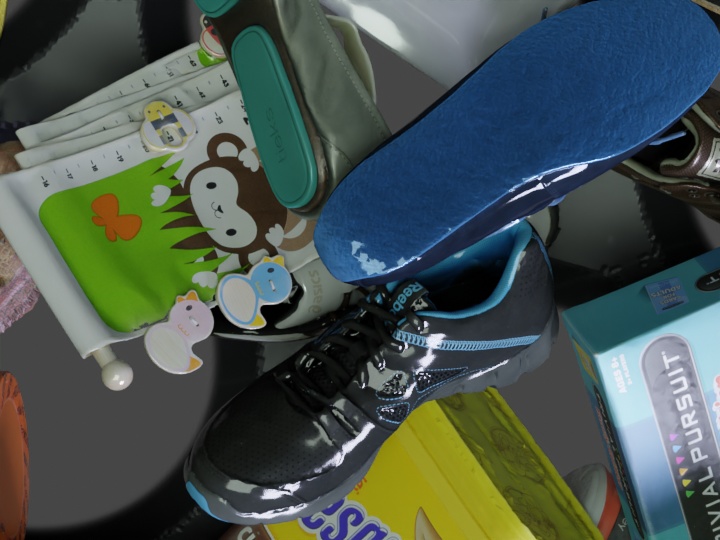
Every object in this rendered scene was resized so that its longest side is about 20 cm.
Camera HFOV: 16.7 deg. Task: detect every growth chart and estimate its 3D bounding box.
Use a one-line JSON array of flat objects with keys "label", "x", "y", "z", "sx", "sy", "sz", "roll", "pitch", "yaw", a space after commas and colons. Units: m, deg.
[{"label": "growth chart", "x": -0.076, "y": -0.040, "z": 1.112, "sx": 0.145, "sy": 0.200, "sz": 0.018, "roll": 48, "pitch": 147, "yaw": 9}]

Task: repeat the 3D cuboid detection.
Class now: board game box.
[{"label": "board game box", "x": 0.211, "y": 0.052, "z": 1.159, "sx": 0.200, "sy": 0.047, "sz": 0.151, "roll": -23, "pitch": 120, "yaw": -5}]

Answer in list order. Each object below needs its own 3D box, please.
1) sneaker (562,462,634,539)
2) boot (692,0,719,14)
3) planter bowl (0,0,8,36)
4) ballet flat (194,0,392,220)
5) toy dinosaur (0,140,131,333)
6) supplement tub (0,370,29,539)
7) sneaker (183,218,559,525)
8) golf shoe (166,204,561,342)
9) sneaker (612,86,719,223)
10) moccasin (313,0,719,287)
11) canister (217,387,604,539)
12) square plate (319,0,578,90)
[{"label": "sneaker", "x": 0.100, "y": 0.197, "z": 1.241, "sx": 0.082, "sy": 0.077, "sz": 0.200, "roll": 26, "pitch": 108, "yaw": -12}, {"label": "boot", "x": 0.129, "y": -0.180, "z": 1.081, "sx": 0.077, "sy": 0.138, "sz": 0.200, "roll": -43, "pitch": 103, "yaw": 12}, {"label": "planter bowl", "x": -0.271, "y": -0.134, "z": 1.144, "sx": 0.200, "sy": 0.083, "sz": 0.201, "roll": 1, "pitch": 107, "yaw": 3}, {"label": "ballet flat", "x": -0.038, "y": -0.120, "z": 1.112, "sx": 0.064, "sy": 0.067, "sz": 0.200, "roll": -19, "pitch": 87, "yaw": -34}, {"label": "toy dinosaur", "x": -0.167, "y": -0.007, "z": 1.151, "sx": 0.200, "sy": 0.086, "sz": 0.136, "roll": -43, "pitch": 77, "yaw": 19}, {"label": "supplement tub", "x": -0.269, "y": 0.099, "z": 1.199, "sx": 0.200, "sy": 0.123, "sz": 0.123, "roll": -2, "pitch": 108, "yaw": 3}, {"label": "sneaker", "x": 0.002, "y": 0.039, "z": 1.113, "sx": 0.200, "sy": 0.073, "sz": 0.082, "roll": -33, "pitch": 148, "yaw": -19}, {"label": "golf shoe", "x": 0.000, "y": 0.000, "z": 1.170, "sx": 0.200, "sy": 0.095, "sz": 0.078, "roll": -14, "pitch": 106, "yaw": 5}, {"label": "sneaker", "x": 0.171, "y": -0.049, "z": 1.155, "sx": 0.200, "sy": 0.076, "sz": 0.071, "roll": 18, "pitch": 108, "yaw": -3}, {"label": "moccasin", "x": 0.064, "y": -0.061, "z": 1.081, "sx": 0.200, "sy": 0.068, "sz": 0.081, "roll": -26, "pitch": 82, "yaw": -5}, {"label": "canister", "x": 0.005, "y": 0.155, "z": 1.198, "sx": 0.200, "sy": 0.087, "sz": 0.149, "roll": -45, "pitch": 60, "yaw": 18}, {"label": "square plate", "x": 0.014, "y": -0.176, "z": 1.089, "sx": 0.200, "sy": 0.028, "sz": 0.198, "roll": 35, "pitch": 151, "yaw": -5}]
